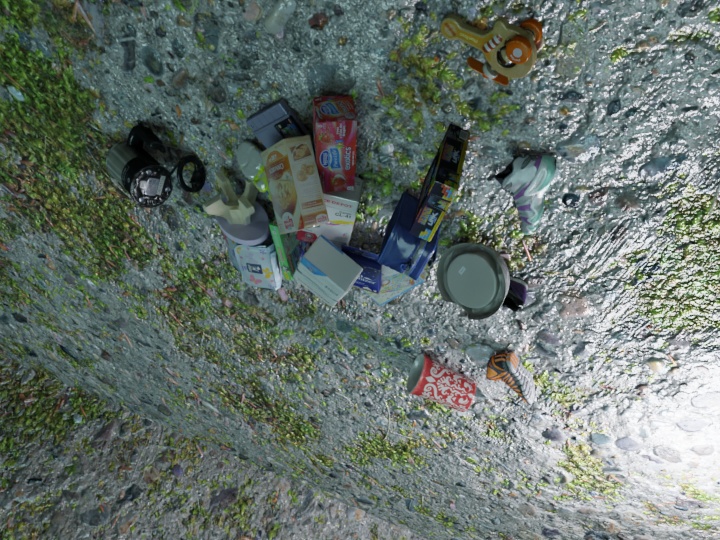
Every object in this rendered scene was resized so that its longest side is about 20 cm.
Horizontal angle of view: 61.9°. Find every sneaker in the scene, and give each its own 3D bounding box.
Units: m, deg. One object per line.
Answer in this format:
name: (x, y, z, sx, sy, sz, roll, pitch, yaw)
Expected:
sneaker: (0.352, -0.181, 1.358, 0.137, 0.078, 0.203, 15, 130, 12)
sneaker: (0.343, 0.049, 1.590, 0.196, 0.089, 0.077, 15, 140, 9)
sneaker: (-0.240, -0.246, 1.559, 0.075, 0.105, 0.202, -38, 80, 15)
sneaker: (0.461, 0.333, 1.863, 0.111, 0.078, 0.202, -14, 117, 41)

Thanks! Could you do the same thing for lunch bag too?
lunch bag: (0.130, -0.078, 1.468, 0.130, 0.202, 0.137, 22, 135, -4)
lunch bag: (-0.301, -0.056, 1.699, 0.199, 0.126, 0.172, 40, 150, 31)

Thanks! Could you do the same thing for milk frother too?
milk frother: (-0.556, -0.274, 1.640, 0.187, 0.182, 0.199, 38, -174, 38)

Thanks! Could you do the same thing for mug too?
mug: (0.263, 0.364, 1.968, 0.196, 0.178, 0.136, 23, 104, -7)

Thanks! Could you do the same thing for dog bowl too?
dog bowl: (0.294, 0.022, 1.546, 0.197, 0.058, 0.205, 13, 112, 35)

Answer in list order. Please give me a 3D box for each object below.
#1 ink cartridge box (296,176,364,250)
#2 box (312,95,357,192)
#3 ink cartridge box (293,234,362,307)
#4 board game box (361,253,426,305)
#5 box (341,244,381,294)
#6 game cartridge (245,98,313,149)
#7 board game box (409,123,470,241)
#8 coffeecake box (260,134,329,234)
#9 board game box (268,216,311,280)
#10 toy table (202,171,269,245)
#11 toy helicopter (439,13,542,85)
ink cartridge box: (-0.082, -0.155, 1.551, 0.144, 0.087, 0.202, 13, 144, -3)
box: (-0.061, -0.289, 1.387, 0.093, 0.101, 0.202, -4, 139, -7)
ink cartridge box: (-0.090, 0.006, 1.599, 0.144, 0.084, 0.200, 38, 161, -3)
board game box: (0.076, 0.017, 1.722, 0.134, 0.035, 0.199, 40, 137, -18)
box: (0.000, 0.000, 1.646, 0.119, 0.033, 0.201, 17, 155, 8)
game cartridge: (-0.178, -0.316, 1.486, 0.128, 0.039, 0.201, -12, 129, 39)
board game box: (0.175, -0.194, 1.322, 0.056, 0.202, 0.167, 21, 140, -3)
coffeecake box: (-0.156, -0.196, 1.410, 0.153, 0.072, 0.205, -4, 100, 60)
board game box: (-0.187, -0.091, 1.650, 0.029, 0.136, 0.203, 14, 139, 21)
toy table: (-0.326, -0.173, 1.610, 0.198, 0.184, 0.118, 31, 150, 27)
toy helicopter: (0.242, -0.430, 1.154, 0.197, 0.080, 0.133, 28, 150, 11)
